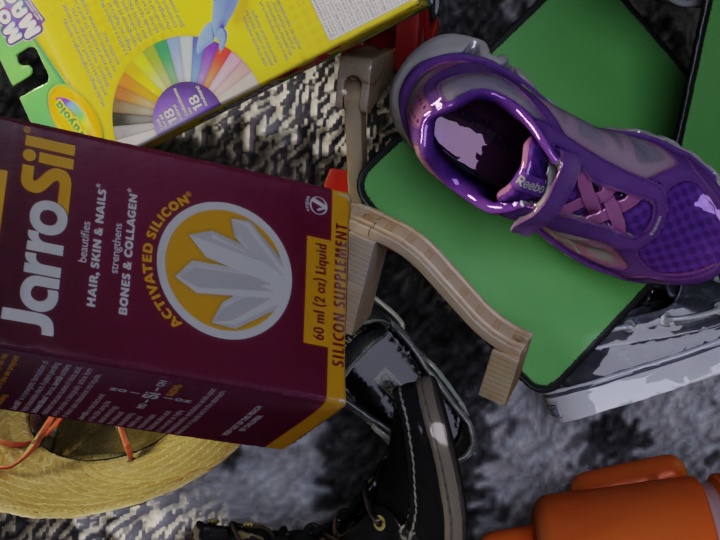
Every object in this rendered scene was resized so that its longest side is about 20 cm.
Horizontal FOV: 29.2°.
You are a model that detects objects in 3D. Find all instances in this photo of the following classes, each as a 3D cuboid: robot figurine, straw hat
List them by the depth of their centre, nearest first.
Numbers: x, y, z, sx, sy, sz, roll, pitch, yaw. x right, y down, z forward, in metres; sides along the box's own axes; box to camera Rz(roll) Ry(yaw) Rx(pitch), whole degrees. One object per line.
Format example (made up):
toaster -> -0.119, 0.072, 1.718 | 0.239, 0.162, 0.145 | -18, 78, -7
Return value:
straw hat -> -0.133, 0.084, 0.768 | 0.198, 0.202, 0.086 | -17, 133, -8
robot figurine -> 0.168, 0.180, 0.787 | 0.197, 0.144, 0.118 | -8, 96, 4

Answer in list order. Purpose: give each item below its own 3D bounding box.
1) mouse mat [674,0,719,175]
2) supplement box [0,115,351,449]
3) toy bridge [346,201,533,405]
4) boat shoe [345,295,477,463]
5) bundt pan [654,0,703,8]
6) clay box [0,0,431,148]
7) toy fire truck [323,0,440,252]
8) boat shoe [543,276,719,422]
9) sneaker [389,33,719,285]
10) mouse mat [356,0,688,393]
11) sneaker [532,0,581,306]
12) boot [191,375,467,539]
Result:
mouse mat -> 0.254, -0.083, 0.783 | 0.198, 0.008, 0.163 | 4, 103, -30
supplement box -> -0.110, 0.009, 0.649 | 0.197, 0.086, 0.112 | 11, 64, -22
toy bridge -> 0.000, 0.000, 0.740 | 0.198, 0.027, 0.068 | 25, 126, 15
boat shoe -> -0.009, 0.038, 0.802 | 0.199, 0.064, 0.071 | 41, 84, -5
bundt pan -> 0.167, -0.242, 0.759 | 0.200, 0.075, 0.205 | -4, 98, -35
clay box -> -0.079, -0.135, 0.663 | 0.198, 0.048, 0.116 | -24, 94, 13
toy fire truck -> 0.007, -0.119, 0.768 | 0.048, 0.201, 0.143 | 8, 58, 11
boat shoe -> 0.198, 0.027, 0.833 | 0.197, 0.072, 0.069 | -19, 92, -1
sneaker -> 0.102, -0.045, 0.699 | 0.198, 0.089, 0.081 | 28, 107, -2
mouse mat -> 0.113, -0.054, 0.766 | 0.200, 0.008, 0.161 | -44, 94, -14
sneaker -> 0.094, -0.067, 0.820 | 0.087, 0.077, 0.203 | -3, 74, 21
boot -> -0.019, 0.150, 0.764 | 0.148, 0.074, 0.202 | -3, 127, -4
